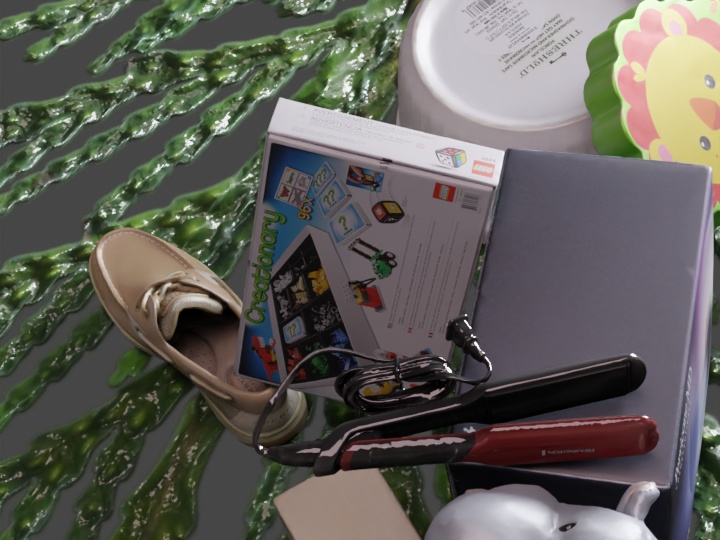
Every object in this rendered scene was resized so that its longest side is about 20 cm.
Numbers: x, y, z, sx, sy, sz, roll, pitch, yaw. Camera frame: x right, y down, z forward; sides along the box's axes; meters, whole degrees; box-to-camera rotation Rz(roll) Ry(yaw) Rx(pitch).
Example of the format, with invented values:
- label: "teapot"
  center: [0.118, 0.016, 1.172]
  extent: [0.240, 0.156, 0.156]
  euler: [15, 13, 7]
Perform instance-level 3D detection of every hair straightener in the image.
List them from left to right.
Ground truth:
- label: "hair straightener"
  center: [0.043, 0.063, 0.910]
  extent: [0.200, 0.041, 0.077]
  euler: [-9, 57, 9]

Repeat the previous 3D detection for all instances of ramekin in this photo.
- label: "ramekin"
  center: [0.117, -0.122, 1.214]
  extent: [0.200, 0.105, 0.200]
  euler: [-5, 56, 8]

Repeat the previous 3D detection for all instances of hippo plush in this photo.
- label: "hippo plush"
  center: [0.090, 0.190, 0.886]
  extent: [0.200, 0.161, 0.159]
  euler: [17, 55, 8]

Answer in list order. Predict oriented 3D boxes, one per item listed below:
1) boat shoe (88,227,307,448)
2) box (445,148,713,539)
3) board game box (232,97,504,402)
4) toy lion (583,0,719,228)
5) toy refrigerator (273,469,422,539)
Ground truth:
- label: "boat shoe"
  center: [-0.109, 0.030, 1.177]
  extent: [0.072, 0.065, 0.200]
  euler: [-37, 58, -14]
- label: "box"
  center: [0.129, 0.072, 1.026]
  extent: [0.123, 0.198, 0.200]
  euler: [5, 58, 14]
- label: "board game box"
  center: [0.000, 0.000, 1.044]
  extent: [0.126, 0.200, 0.035]
  euler: [14, 46, 2]
- label: "toy lion"
  center: [0.222, -0.106, 1.140]
  extent: [0.192, 0.069, 0.200]
  euler: [31, 56, -23]
- label: "toy refrigerator"
  center: [0.024, 0.207, 1.030]
  extent: [0.070, 0.076, 0.200]
  euler: [-28, 57, -9]
